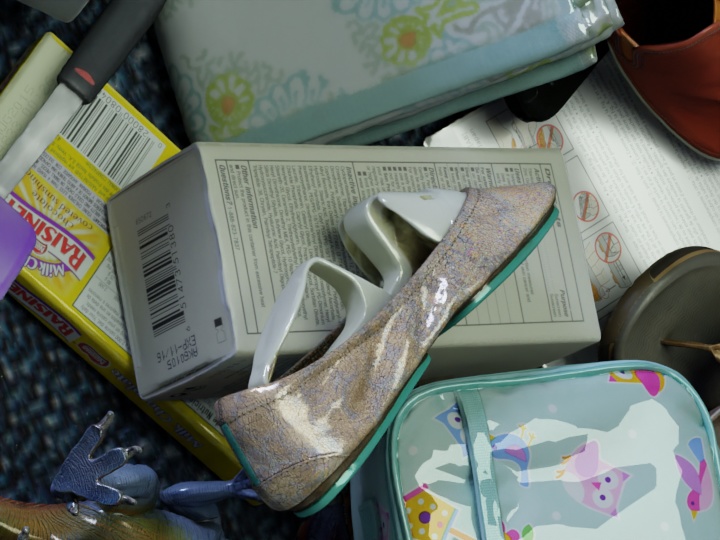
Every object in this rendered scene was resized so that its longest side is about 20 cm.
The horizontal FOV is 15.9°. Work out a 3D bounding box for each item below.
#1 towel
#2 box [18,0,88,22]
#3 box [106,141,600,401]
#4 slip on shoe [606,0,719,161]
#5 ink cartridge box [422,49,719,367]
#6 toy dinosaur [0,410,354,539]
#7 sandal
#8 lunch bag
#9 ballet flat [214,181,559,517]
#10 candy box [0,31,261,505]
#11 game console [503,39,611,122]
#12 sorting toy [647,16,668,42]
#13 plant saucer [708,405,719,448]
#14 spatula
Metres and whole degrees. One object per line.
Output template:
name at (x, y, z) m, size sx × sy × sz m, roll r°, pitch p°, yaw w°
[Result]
towel at (-0.001, -0.146, 1.137) m, size 0.048 × 0.199 × 0.172 m, roll 28°, pitch 44°, yaw -76°
box at (-0.153, -0.225, 1.012) m, size 0.198 × 0.200 × 0.131 m, roll 23°, pitch 63°, yaw -17°
box at (0.000, 0.000, 1.107) m, size 0.199 × 0.078 × 0.095 m, roll 1°, pitch 72°, yaw -37°
slip on shoe at (0.146, -0.115, 1.199) m, size 0.061 × 0.074 × 0.200 m, roll -92°, pitch 156°, yaw -44°
ink cartridge box at (0.135, -0.035, 1.277) m, size 0.200 × 0.050 × 0.161 m, roll -31°, pitch 94°, yaw -23°
toy dinosaur at (-0.079, 0.103, 1.050) m, size 0.105 × 0.199 × 0.181 m, roll -71°, pitch 159°, yaw -3°
sandal at (0.191, 0.050, 1.242) m, size 0.200 × 0.055 × 0.082 m, roll 34°, pitch 85°, yaw -41°
lunch bag at (0.077, 0.141, 1.047) m, size 0.160 × 0.077 × 0.201 m, roll -3°, pitch 76°, yaw -23°
ballet flat at (0.010, 0.010, 1.020) m, size 0.067 × 0.068 × 0.200 m, roll 46°, pitch 51°, yaw -7°
candy box at (-0.089, 0.000, 1.108) m, size 0.200 × 0.026 × 0.102 m, roll 43°, pitch 56°, yaw -16°
game console at (0.061, -0.192, 1.259) m, size 0.200 × 0.116 × 0.176 m, roll -50°, pitch 124°, yaw -35°
sorting toy at (0.152, -0.226, 1.246) m, size 0.200 × 0.036 × 0.186 m, roll 47°, pitch 57°, yaw -35°
plant saucer at (0.167, 0.153, 1.197) m, size 0.200 × 0.032 × 0.201 m, roll -11°, pitch 104°, yaw -51°
spatula at (-0.130, -0.061, 1.071) m, size 0.056 × 0.021 × 0.200 m, roll 40°, pitch 54°, yaw -10°
